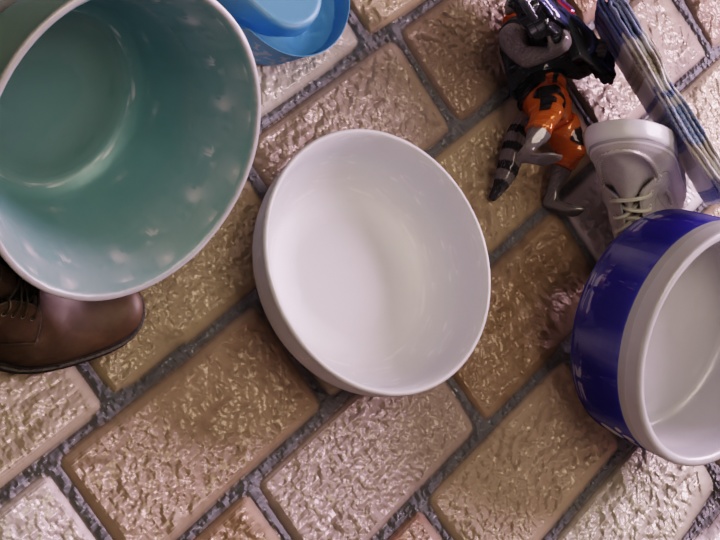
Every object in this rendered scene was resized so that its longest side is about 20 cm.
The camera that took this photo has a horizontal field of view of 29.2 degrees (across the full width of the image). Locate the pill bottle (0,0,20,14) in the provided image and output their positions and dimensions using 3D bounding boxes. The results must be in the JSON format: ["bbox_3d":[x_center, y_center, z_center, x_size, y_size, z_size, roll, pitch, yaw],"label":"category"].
[{"bbox_3d":[-0.266,-0.243,0.862,0.111,0.111,0.201,-34,84,-36],"label":"pill bottle"}]

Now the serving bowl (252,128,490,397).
[{"bbox_3d":[0.000,0.000,1.032,0.199,0.066,0.202,11,69,-31],"label":"serving bowl"}]

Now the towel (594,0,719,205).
[{"bbox_3d":[0.261,-0.143,1.187,0.024,0.147,0.201,-32,86,7],"label":"towel"}]

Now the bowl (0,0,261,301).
[{"bbox_3d":[-0.171,-0.093,0.855,0.200,0.105,0.202,-25,129,-36],"label":"bowl"}]

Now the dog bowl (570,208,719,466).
[{"bbox_3d":[0.269,0.053,1.139,0.199,0.079,0.202,-13,112,-35],"label":"dog bowl"}]

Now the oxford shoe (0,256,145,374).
[{"bbox_3d":[-0.219,0.022,0.867,0.199,0.084,0.073,2,73,-35],"label":"oxford shoe"}]

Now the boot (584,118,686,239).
[{"bbox_3d":[0.239,-0.056,1.167,0.200,0.073,0.097,28,61,-60],"label":"boot"}]

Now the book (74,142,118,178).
[{"bbox_3d":[-0.215,-0.146,0.945,0.199,0.048,0.135,29,62,-22],"label":"book"}]

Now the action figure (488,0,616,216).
[{"bbox_3d":[0.141,-0.165,1.158,0.200,0.104,0.195,30,52,-52],"label":"action figure"}]

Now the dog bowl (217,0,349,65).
[{"bbox_3d":[-0.100,-0.235,1.047,0.200,0.049,0.112,39,58,-19],"label":"dog bowl"}]
